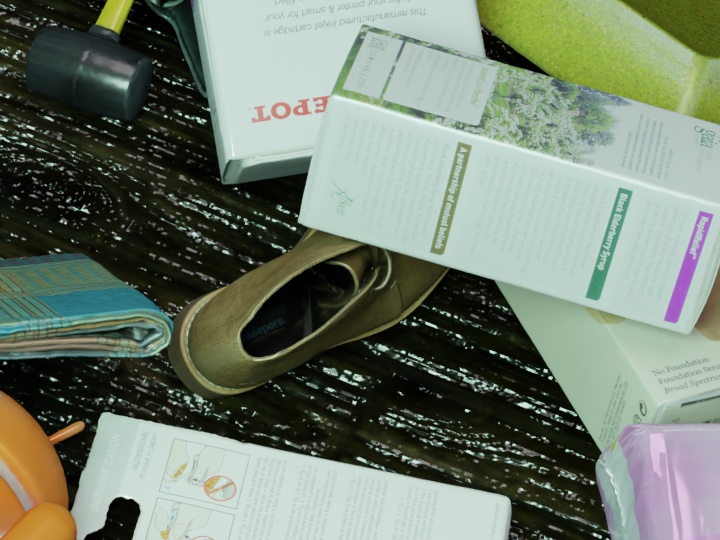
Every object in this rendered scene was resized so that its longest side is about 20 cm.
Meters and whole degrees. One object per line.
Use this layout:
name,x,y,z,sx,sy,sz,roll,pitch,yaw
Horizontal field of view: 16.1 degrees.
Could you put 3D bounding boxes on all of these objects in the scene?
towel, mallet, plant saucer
towel,-0.177,0.019,1.191,0.146,0.022,0.200,-5,9,-17
mallet,-0.111,-0.173,1.403,0.066,0.041,0.200,26,75,13
plant saucer,0.177,-0.128,1.410,0.199,0.048,0.200,-3,33,-43

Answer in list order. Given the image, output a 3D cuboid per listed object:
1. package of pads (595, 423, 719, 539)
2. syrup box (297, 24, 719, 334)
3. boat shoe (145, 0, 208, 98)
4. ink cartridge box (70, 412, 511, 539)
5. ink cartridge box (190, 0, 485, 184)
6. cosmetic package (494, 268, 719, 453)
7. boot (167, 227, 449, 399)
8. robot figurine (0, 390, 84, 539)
package of pads,0.215,0.133,1.192,0.199,0.076,0.121,1,62,-10
syrup box,0.080,-0.045,1.236,0.200,0.082,0.079,17,34,3
boat shoe,-0.095,-0.172,1.440,0.062,0.073,0.200,-14,57,-25
ink cartridge box,-0.038,0.154,1.151,0.199,0.050,0.161,10,45,3
ink cartridge box,-0.019,-0.155,1.347,0.144,0.085,0.201,-9,83,-8
cosmetic package,0.142,0.010,1.311,0.105,0.071,0.200,-13,50,-23
boot,0.000,0.000,1.272,0.200,0.075,0.074,-35,97,-32
robot figurine,-0.204,0.122,1.093,0.117,0.144,0.200,41,48,-3
